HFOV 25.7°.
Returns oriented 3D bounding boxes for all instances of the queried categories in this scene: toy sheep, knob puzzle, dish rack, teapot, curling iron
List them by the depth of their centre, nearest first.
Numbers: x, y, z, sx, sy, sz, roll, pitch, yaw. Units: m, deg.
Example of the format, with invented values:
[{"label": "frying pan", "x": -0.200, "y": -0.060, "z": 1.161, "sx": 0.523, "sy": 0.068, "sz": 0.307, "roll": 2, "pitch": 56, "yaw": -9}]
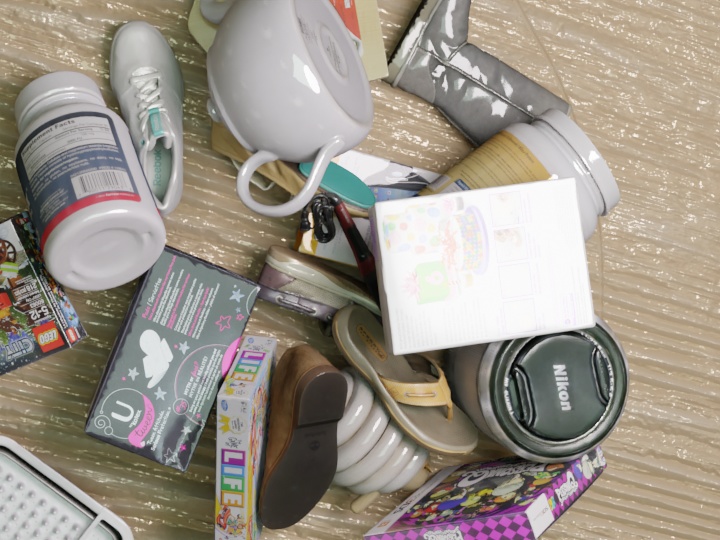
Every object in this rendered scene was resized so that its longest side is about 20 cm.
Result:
[{"label": "teapot", "x": -0.085, "y": -0.180, "z": 1.551, "sx": 0.145, "sy": 0.200, "sz": 0.198, "roll": -24, "pitch": 109, "yaw": 18}, {"label": "curling iron", "x": 0.000, "y": 0.000, "z": 1.609, "sx": 0.049, "sy": 0.026, "sz": 0.201, "roll": -25, "pitch": 118, "yaw": 19}, {"label": "dish rack", "x": -0.353, "y": 0.282, "z": 1.630, "sx": 0.200, "sy": 0.044, "sz": 0.172, "roll": 39, "pitch": 87, "yaw": -12}, {"label": "knob puzzle", "x": -0.082, "y": -0.270, "z": 1.649, "sx": 0.217, "sy": 0.030, "sz": 0.222, "roll": 0, "pitch": 88, "yaw": -4}, {"label": "toy sheep", "x": -0.001, "y": 0.169, "z": 1.652, "sx": 0.200, "sy": 0.138, "sz": 0.138, "roll": 38, "pitch": 86, "yaw": -29}]

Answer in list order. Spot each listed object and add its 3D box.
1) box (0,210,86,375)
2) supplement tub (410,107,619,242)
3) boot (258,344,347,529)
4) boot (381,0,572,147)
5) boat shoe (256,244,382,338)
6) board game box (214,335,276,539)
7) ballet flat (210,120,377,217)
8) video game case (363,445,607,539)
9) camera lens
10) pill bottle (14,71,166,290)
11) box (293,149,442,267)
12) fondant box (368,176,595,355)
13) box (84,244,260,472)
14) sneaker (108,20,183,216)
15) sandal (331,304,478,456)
[{"label": "box", "x": -0.384, "y": 0.041, "z": 1.558, "sx": 0.199, "sy": 0.038, "sz": 0.138, "roll": -21, "pitch": 98, "yaw": 22}, {"label": "supplement tub", "x": 0.150, "y": -0.059, "z": 1.616, "sx": 0.199, "sy": 0.145, "sz": 0.145, "roll": -36, "pitch": 100, "yaw": -5}, {"label": "boot", "x": -0.066, "y": 0.168, "z": 1.592, "sx": 0.073, "sy": 0.075, "sz": 0.202, "roll": 0, "pitch": 119, "yaw": -32}, {"label": "boot", "x": 0.142, "y": -0.220, "z": 1.681, "sx": 0.199, "sy": 0.073, "sz": 0.183, "roll": 30, "pitch": 102, "yaw": -6}, {"label": "boat shoe", "x": -0.024, "y": 0.039, "z": 1.660, "sx": 0.199, "sy": 0.072, "sz": 0.065, "roll": 27, "pitch": 99, "yaw": -28}, {"label": "board game box", "x": -0.116, "y": 0.186, "z": 1.594, "sx": 0.034, "sy": 0.135, "sz": 0.202, "roll": 6, "pitch": 114, "yaw": 6}, {"label": "ballet flat", "x": -0.071, "y": -0.100, "z": 1.631, "sx": 0.199, "sy": 0.069, "sz": 0.063, "roll": 36, "pitch": 123, "yaw": 11}, {"label": "video game case", "x": 0.129, "y": 0.236, "z": 1.613, "sx": 0.181, "sy": 0.199, "sz": 0.036, "roll": -30, "pitch": 102, "yaw": -54}, {"label": "camera lens", "x": 0.179, "y": 0.107, "z": 1.647, "sx": 0.158, "sy": 0.200, "sz": 0.162, "roll": -1, "pitch": 94, "yaw": -11}, {"label": "pill bottle", "x": -0.272, "y": -0.092, "z": 1.540, "sx": 0.119, "sy": 0.120, "sz": 0.201, "roll": -18, "pitch": 56, "yaw": -10}, {"label": "box", "x": 0.038, "y": -0.054, "z": 1.689, "sx": 0.198, "sy": 0.041, "sz": 0.120, "roll": 15, "pitch": 91, "yaw": -15}, {"label": "fondant box", "x": 0.115, "y": -0.004, "z": 1.510, "sx": 0.198, "sy": 0.058, "sz": 0.146, "roll": -7, "pitch": 91, "yaw": -8}, {"label": "box", "x": -0.194, "y": 0.083, "z": 1.603, "sx": 0.114, "sy": 0.132, "sz": 0.202, "roll": 23, "pitch": 89, "yaw": -9}, {"label": "sneaker", "x": -0.210, "y": -0.155, "z": 1.603, "sx": 0.075, "sy": 0.088, "sz": 0.202, "roll": -10, "pitch": 96, "yaw": -9}, {"label": "sandal", "x": 0.052, "y": 0.109, "z": 1.603, "sx": 0.200, "sy": 0.080, "sz": 0.054, "roll": 50, "pitch": 127, "yaw": -5}]
